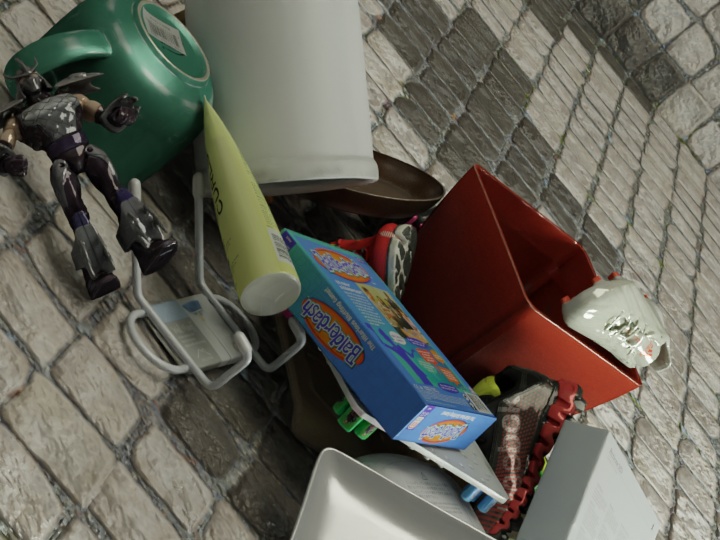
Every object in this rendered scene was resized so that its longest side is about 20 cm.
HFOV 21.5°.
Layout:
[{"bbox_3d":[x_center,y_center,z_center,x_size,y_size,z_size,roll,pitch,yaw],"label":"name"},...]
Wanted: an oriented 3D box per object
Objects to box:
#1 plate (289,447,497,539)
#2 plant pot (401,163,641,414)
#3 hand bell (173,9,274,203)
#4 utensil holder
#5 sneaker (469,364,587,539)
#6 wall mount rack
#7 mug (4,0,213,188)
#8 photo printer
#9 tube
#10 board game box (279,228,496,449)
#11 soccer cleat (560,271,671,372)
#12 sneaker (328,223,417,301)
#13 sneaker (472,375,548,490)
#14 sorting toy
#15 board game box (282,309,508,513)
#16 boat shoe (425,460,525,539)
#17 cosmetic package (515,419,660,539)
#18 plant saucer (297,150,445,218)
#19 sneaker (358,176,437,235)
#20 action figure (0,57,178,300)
[{"bbox_3d":[0.025,0.256,1.438,0.200,0.032,0.200,30,44,-9],"label":"plate"},{"bbox_3d":[0.131,0.053,1.892,0.200,0.176,0.200,33,28,-40],"label":"plant pot"},{"bbox_3d":[-0.136,-0.153,1.822,0.200,0.104,0.104,64,20,-7],"label":"hand bell"},{"bbox_3d":[-0.074,-0.173,1.721,0.170,0.170,0.201,0,86,-65],"label":"utensil holder"},{"bbox_3d":[0.124,0.169,1.714,0.098,0.071,0.201,30,63,-2],"label":"sneaker"},{"bbox_3d":[-0.131,0.011,1.549,0.174,0.075,0.200,52,19,9],"label":"wall mount rack"},{"bbox_3d":[-0.202,-0.157,1.607,0.152,0.114,0.185,49,21,-10],"label":"mug"},{"bbox_3d":[0.055,0.243,1.577,0.166,0.069,0.200,14,43,-59],"label":"photo printer"},{"bbox_3d":[-0.099,-0.051,1.558,0.052,0.058,0.200,14,40,-36],"label":"tube"},{"bbox_3d":[0.013,0.060,1.590,0.200,0.045,0.152,51,14,24],"label":"board game box"},{"bbox_3d":[0.253,0.053,1.813,0.200,0.069,0.078,17,44,-61],"label":"soccer cleat"},{"bbox_3d":[0.000,0.000,1.764,0.085,0.077,0.200,17,-16,-4],"label":"sneaker"},{"bbox_3d":[0.134,0.177,1.850,0.074,0.083,0.200,-107,170,-47],"label":"sneaker"},{"bbox_3d":[-0.015,0.105,1.709,0.185,0.036,0.200,36,31,-37],"label":"sorting toy"},{"bbox_3d":[0.023,0.107,1.636,0.200,0.026,0.200,34,16,-38],"label":"board game box"},{"bbox_3d":[0.131,0.218,1.785,0.200,0.065,0.072,35,27,-38],"label":"boat shoe"},{"bbox_3d":[0.205,0.250,1.723,0.151,0.052,0.200,-62,146,-22],"label":"cosmetic package"},{"bbox_3d":[-0.014,-0.093,1.904,0.200,0.032,0.200,14,15,-4],"label":"plant saucer"},{"bbox_3d":[0.070,-0.024,2.028,0.200,0.074,0.088,44,16,-36],"label":"sneaker"},{"bbox_3d":[-0.218,-0.082,1.465,0.200,0.130,0.069,60,-14,10],"label":"action figure"}]
